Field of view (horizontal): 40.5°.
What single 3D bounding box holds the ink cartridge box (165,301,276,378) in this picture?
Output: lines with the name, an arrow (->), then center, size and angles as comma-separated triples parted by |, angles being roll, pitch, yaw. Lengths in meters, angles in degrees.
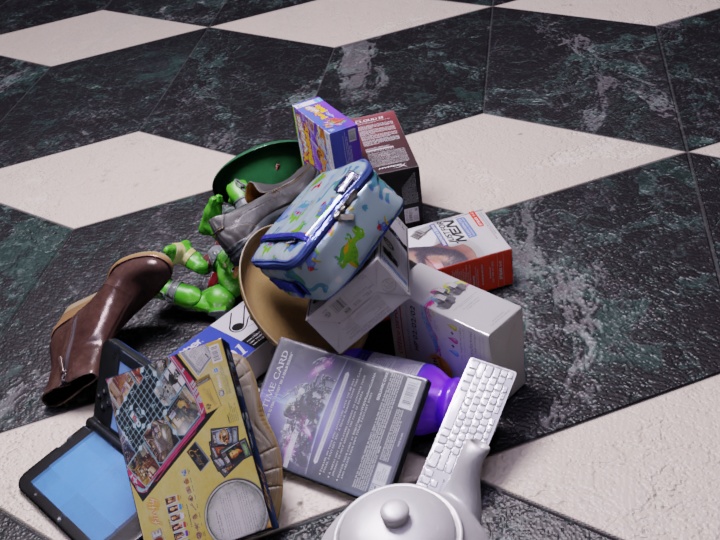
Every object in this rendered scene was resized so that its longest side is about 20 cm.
ink cartridge box -> -0.153, 0.096, 1.253 | 0.093, 0.045, 0.199 | 20, 45, 37

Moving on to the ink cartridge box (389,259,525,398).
ink cartridge box -> 0.099, 0.070, 1.170 | 0.067, 0.117, 0.198 | -34, 41, -32

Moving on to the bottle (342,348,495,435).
bottle -> 0.061, 0.145, 1.118 | 0.197, 0.066, 0.084 | 10, 43, 24

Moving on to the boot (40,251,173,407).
boot -> -0.325, 0.077, 1.263 | 0.198, 0.072, 0.168 | -31, 36, 20

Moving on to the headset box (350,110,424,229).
headset box -> 0.038, -0.129, 1.433 | 0.076, 0.151, 0.201 | -11, 36, -5

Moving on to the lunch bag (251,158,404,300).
lunch bag -> -0.044, -0.043, 1.138 | 0.162, 0.082, 0.200 | -52, 17, -11

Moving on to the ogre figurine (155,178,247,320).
ogre figurine -> -0.192, -0.020, 1.355 | 0.119, 0.099, 0.200 | 35, 60, 11

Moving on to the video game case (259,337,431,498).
video game case -> -0.032, 0.165, 1.091 | 0.197, 0.019, 0.145 | 13, 73, 29

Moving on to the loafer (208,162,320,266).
loafer -> -0.125, -0.094, 1.316 | 0.072, 0.072, 0.200 | -31, 15, 47

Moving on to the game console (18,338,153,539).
game console -> -0.280, 0.194, 1.090 | 0.198, 0.174, 0.117 | 24, 20, 38

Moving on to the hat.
hat -> -0.131, -0.071, 1.475 | 0.198, 0.165, 0.178 | -26, 66, 13

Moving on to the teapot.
teapot -> 0.034, 0.269, 0.882 | 0.194, 0.148, 0.201 | -7, 36, 4

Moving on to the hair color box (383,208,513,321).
hair color box -> 0.096, -0.009, 1.328 | 0.197, 0.065, 0.111 | -17, 37, -8

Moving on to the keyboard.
keyboard -> 0.106, 0.186, 1.034 | 0.055, 0.011, 0.202 | 19, 64, 17

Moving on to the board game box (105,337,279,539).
board game box -> -0.176, 0.189, 1.013 | 0.133, 0.035, 0.203 | -18, 74, 3

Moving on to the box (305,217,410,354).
box -> 0.000, 0.000, 1.172 | 0.116, 0.060, 0.201 | -40, 18, 17

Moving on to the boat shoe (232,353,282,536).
boat shoe -> -0.123, 0.193, 1.068 | 0.073, 0.067, 0.203 | -11, 64, -2

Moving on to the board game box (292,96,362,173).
board game box -> -0.038, -0.130, 1.399 | 0.044, 0.203, 0.134 | -19, 32, -18

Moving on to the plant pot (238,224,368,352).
plant pot -> -0.074, 0.034, 1.242 | 0.027, 0.200, 0.201 | -39, 14, 40
